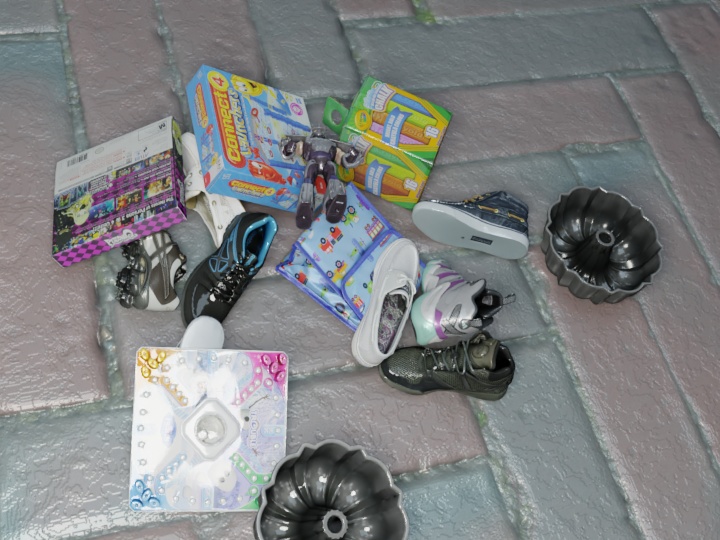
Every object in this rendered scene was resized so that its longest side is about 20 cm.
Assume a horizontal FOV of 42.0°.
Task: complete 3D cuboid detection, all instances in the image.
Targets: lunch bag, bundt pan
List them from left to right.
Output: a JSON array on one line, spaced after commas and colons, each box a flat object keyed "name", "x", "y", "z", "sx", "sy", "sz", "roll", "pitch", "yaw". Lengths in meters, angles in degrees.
[{"name": "bundt pan", "x": -0.043, "y": 0.317, "z": 1.150, "sx": 0.198, "sy": 0.076, "sz": 0.206, "roll": 9, "pitch": 65, "yaw": -21}, {"name": "lunch bag", "x": 0.000, "y": 0.000, "z": 1.393, "sx": 0.200, "sy": 0.094, "sz": 0.151, "roll": 42, "pitch": 56, "yaw": -3}, {"name": "bundt pan", "x": 0.376, "y": -0.033, "z": 1.498, "sx": 0.197, "sy": 0.076, "sz": 0.206, "roll": 6, "pitch": 58, "yaw": -10}]

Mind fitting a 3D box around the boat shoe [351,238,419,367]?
[{"name": "boat shoe", "x": 0.046, "y": 0.039, "z": 1.326, "sx": 0.072, "sy": 0.068, "sz": 0.202, "roll": 38, "pitch": 60, "yaw": -20}]

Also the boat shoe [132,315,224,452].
[{"name": "boat shoe", "x": -0.241, "y": 0.154, "z": 1.234, "sx": 0.072, "sy": 0.068, "sz": 0.203, "roll": 21, "pitch": 79, "yaw": -12}]

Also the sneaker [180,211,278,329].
[{"name": "sneaker", "x": -0.184, "y": 0.000, "z": 1.312, "sx": 0.073, "sy": 0.081, "sz": 0.203, "roll": 35, "pitch": 70, "yaw": -27}]

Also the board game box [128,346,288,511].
[{"name": "board game box", "x": -0.190, "y": 0.202, "z": 1.191, "sx": 0.195, "sy": 0.026, "sz": 0.205, "roll": 3, "pitch": 82, "yaw": -13}]

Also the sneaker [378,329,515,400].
[{"name": "sneaker", "x": 0.126, "y": 0.126, "z": 1.317, "sx": 0.195, "sy": 0.115, "sz": 0.078, "roll": 9, "pitch": 54, "yaw": -6}]

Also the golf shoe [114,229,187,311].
[{"name": "golf shoe", "x": -0.293, "y": -0.025, "z": 1.344, "sx": 0.093, "sy": 0.078, "sz": 0.204, "roll": 19, "pitch": 51, "yaw": -28}]

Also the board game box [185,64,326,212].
[{"name": "board game box", "x": -0.158, "y": -0.197, "z": 1.435, "sx": 0.193, "sy": 0.056, "sz": 0.203, "roll": 11, "pitch": 52, "yaw": -40}]

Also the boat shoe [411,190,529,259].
[{"name": "boat shoe", "x": 0.177, "y": -0.088, "z": 1.494, "sx": 0.196, "sy": 0.071, "sz": 0.092, "roll": 18, "pitch": 54, "yaw": -11}]

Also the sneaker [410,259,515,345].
[{"name": "sneaker", "x": 0.155, "y": 0.039, "z": 1.345, "sx": 0.137, "sy": 0.079, "sz": 0.201, "roll": -9, "pitch": 27, "yaw": 17}]

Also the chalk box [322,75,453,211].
[{"name": "chalk box", "x": 0.028, "y": -0.210, "z": 1.498, "sx": 0.196, "sy": 0.126, "sz": 0.125, "roll": 22, "pitch": 55, "yaw": 2}]

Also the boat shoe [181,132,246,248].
[{"name": "boat shoe", "x": -0.237, "y": -0.121, "z": 1.406, "sx": 0.068, "sy": 0.071, "sz": 0.202, "roll": -24, "pitch": 68, "yaw": -28}]

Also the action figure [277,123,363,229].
[{"name": "action figure", "x": -0.057, "y": -0.152, "z": 1.372, "sx": 0.127, "sy": 0.070, "sz": 0.203, "roll": -1, "pitch": 46, "yaw": -4}]

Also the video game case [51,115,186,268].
[{"name": "video game case", "x": -0.343, "y": -0.114, "z": 1.333, "sx": 0.196, "sy": 0.036, "sz": 0.184, "roll": -20, "pitch": 52, "yaw": 9}]
